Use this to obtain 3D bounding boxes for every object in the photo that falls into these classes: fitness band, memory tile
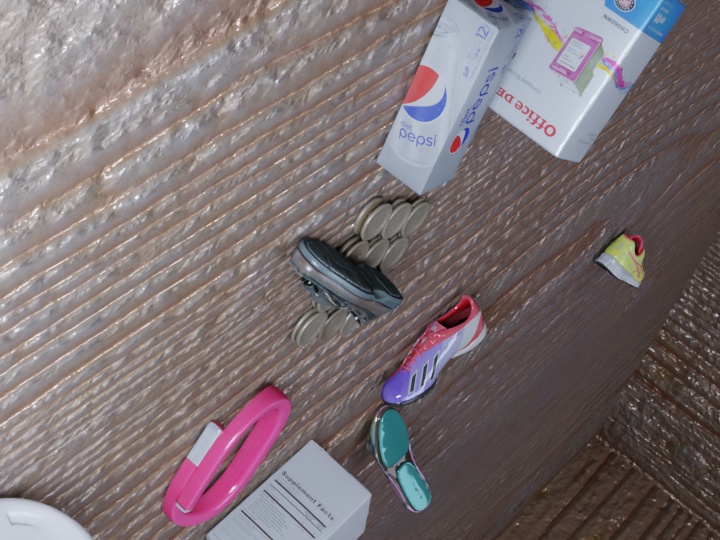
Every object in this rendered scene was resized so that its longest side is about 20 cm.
[{"bbox_3d":[-0.153,0.219,1.455,0.201,0.037,0.143,-56,160,16],"label":"fitness band"},{"bbox_3d":[0.000,0.000,1.436,0.201,0.017,0.153,-58,159,20],"label":"memory tile"}]

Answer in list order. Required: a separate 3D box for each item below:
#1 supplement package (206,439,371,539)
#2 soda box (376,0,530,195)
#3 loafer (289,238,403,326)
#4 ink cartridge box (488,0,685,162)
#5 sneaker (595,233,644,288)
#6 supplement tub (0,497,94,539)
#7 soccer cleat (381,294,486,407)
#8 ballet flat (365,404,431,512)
[{"bbox_3d":[-0.097,0.354,1.686,0.200,0.120,0.122,-39,156,-29],"label":"supplement package"},{"bbox_3d":[0.090,-0.178,1.252,0.068,0.063,0.201,-28,150,-49],"label":"soda box"},{"bbox_3d":[-0.021,0.023,1.330,0.063,0.072,0.200,-45,151,12],"label":"loafer"},{"bbox_3d":[0.218,-0.235,1.307,0.201,0.144,0.084,-58,159,18],"label":"ink cartridge box"},{"bbox_3d":[0.525,-0.025,2.436,0.091,0.078,0.200,-56,159,9],"label":"sneaker"},{"bbox_3d":[-0.324,0.318,1.101,0.145,0.145,0.201,-14,139,-58],"label":"supplement tub"},{"bbox_3d":[0.100,0.115,1.801,0.200,0.068,0.074,-39,134,-21],"label":"soccer cleat"},{"bbox_3d":[0.049,0.287,1.924,0.069,0.071,0.201,-38,120,-24],"label":"ballet flat"}]
